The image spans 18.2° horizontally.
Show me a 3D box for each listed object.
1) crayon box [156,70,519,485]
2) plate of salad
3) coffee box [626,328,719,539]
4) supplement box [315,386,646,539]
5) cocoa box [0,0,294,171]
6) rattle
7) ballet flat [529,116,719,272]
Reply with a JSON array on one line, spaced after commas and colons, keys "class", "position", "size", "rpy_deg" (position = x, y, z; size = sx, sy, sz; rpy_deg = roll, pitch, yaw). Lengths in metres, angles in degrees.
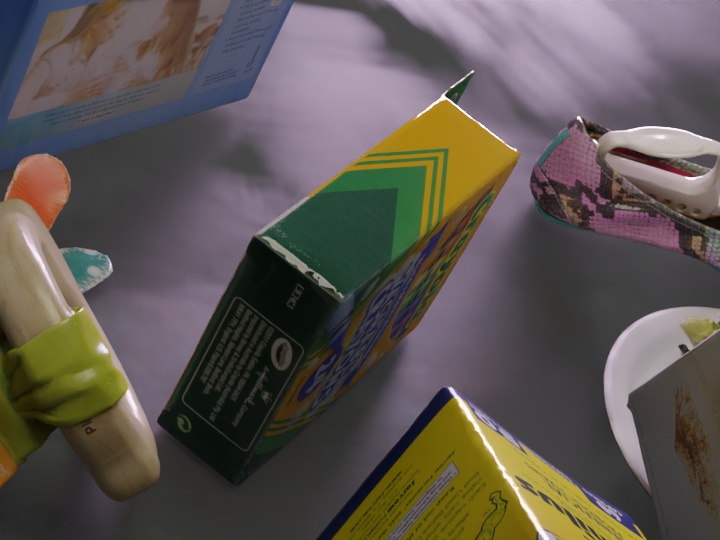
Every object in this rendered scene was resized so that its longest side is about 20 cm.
[{"class": "crayon box", "position": [0.000, 0.000, 1.039], "size": [0.052, 0.126, 0.200], "rpy_deg": [38, 39, 10]}, {"class": "plate of salad", "position": [0.217, 0.086, 1.143], "size": [0.200, 0.048, 0.200], "rpy_deg": [17, 40, -14]}, {"class": "coffee box", "position": [0.269, 0.110, 0.992], "size": [0.200, 0.198, 0.200], "rpy_deg": [1, 65, -29]}, {"class": "supplement box", "position": [0.061, 0.147, 0.852], "size": [0.109, 0.110, 0.200], "rpy_deg": [36, 8, -21]}, {"class": "cocoa box", "position": [-0.139, -0.152, 1.115], "size": [0.200, 0.133, 0.131], "rpy_deg": [-22, 61, -45]}, {"class": "rattle", "position": [-0.168, 0.038, 0.973], "size": [0.130, 0.143, 0.200], "rpy_deg": [42, 9, -39]}, {"class": "ballet flat", "position": [0.193, -0.039, 1.247], "size": [0.200, 0.071, 0.069], "rpy_deg": [16, 39, -17]}]
